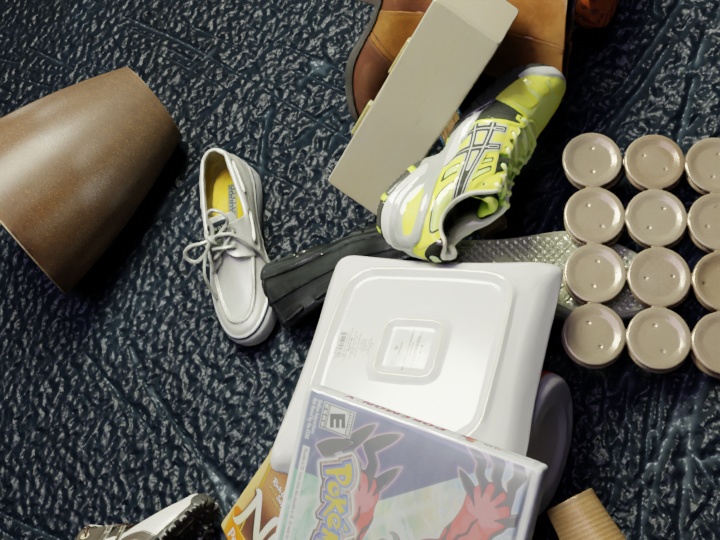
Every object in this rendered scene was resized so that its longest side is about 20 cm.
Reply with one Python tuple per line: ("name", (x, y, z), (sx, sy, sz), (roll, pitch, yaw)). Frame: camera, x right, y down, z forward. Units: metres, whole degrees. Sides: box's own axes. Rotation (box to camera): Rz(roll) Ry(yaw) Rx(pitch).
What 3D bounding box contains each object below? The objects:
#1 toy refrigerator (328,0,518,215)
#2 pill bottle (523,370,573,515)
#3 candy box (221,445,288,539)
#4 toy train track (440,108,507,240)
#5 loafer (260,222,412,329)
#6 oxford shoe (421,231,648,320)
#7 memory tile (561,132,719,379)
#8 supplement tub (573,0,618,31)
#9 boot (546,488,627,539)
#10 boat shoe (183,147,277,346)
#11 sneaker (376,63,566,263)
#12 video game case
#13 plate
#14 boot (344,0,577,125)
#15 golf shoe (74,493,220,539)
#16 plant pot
("toy refrigerator", (0.048, -0.147, 0.886), (0.069, 0.076, 0.201), (33, 130, -1))
("pill bottle", (0.060, 0.118, 0.836), (0.197, 0.112, 0.114), (10, 74, 31))
("candy box", (-0.033, 0.251, 0.836), (0.116, 0.055, 0.201), (-55, 50, 33))
("toy train track", (0.097, -0.108, 0.960), (0.114, 0.032, 0.202), (-32, 53, 21))
("loafer", (0.000, 0.000, 0.941), (0.198, 0.068, 0.072), (-19, 92, 28))
("oxford shoe", (0.148, 0.010, 0.871), (0.196, 0.058, 0.076), (2, 64, 12))
("memory tile", (0.236, -0.016, 0.831), (0.150, 0.017, 0.204), (2, 68, 8))
("supplement tub", (0.131, -0.276, 0.953), (0.197, 0.122, 0.124), (11, 75, 31))
("boot", (0.128, 0.268, 0.767), (0.200, 0.070, 0.146), (-35, 69, 23))
("boat shoe", (-0.128, -0.031, 1.009), (0.073, 0.086, 0.205), (-16, 63, 20))
("sneaker", (0.104, -0.082, 0.849), (0.200, 0.076, 0.076), (-48, 51, -5))
("video game case", (0.021, 0.203, 0.723), (0.180, 0.023, 0.204), (16, 96, 25))
("plate", (0.040, 0.066, 0.789), (0.197, 0.032, 0.202), (2, 55, 25))
("boot", (0.090, -0.186, 0.929), (0.197, 0.068, 0.191), (18, 118, 18))
("golf shoe", (-0.217, 0.253, 0.945), (0.199, 0.078, 0.095), (-41, 57, 6))
("plant pot", (-0.291, -0.113, 1.090), (0.200, 0.188, 0.187), (-42, 56, -11))
